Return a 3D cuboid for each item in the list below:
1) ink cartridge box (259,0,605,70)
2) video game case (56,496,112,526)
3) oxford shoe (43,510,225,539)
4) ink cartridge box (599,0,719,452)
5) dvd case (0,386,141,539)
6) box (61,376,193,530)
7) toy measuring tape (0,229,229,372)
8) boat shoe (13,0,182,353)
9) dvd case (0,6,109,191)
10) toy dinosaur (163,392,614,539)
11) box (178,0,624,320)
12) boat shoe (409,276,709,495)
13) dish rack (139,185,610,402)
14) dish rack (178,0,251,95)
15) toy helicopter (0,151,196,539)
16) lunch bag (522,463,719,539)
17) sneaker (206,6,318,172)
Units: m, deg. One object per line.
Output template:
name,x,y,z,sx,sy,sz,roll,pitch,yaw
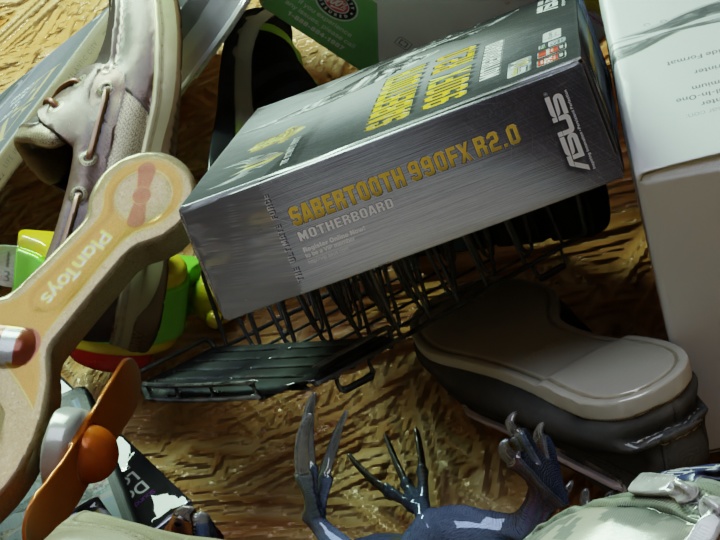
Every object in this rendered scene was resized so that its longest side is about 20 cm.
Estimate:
ink cartridge box,0.065,-0.170,0.940,0.200,0.145,0.088,-47,15,44
video game case,-0.139,0.203,0.725,0.200,0.026,0.181,-31,55,-9
oxford shoe,-0.025,0.131,0.708,0.199,0.071,0.075,21,34,2
ink cartridge box,0.151,-0.049,0.811,0.083,0.145,0.200,-12,38,9
dvd case,-0.180,0.140,0.808,0.199,0.018,0.143,-24,50,-5
box,-0.172,0.111,0.894,0.143,0.036,0.200,-37,37,-15
toy measuring tape,-0.152,0.009,0.938,0.199,0.074,0.074,5,35,-12
boat shoe,-0.120,-0.060,0.906,0.072,0.072,0.201,5,66,-10
dvd case,-0.213,-0.049,1.076,0.149,0.016,0.200,-28,26,46
toy dinosaur,0.005,0.118,0.749,0.181,0.105,0.200,-31,44,25
box,0.023,-0.054,0.808,0.158,0.048,0.200,-19,12,11
boat shoe,0.076,0.050,0.809,0.067,0.057,0.200,-24,18,-16
dish rack,0.000,0.000,0.854,0.200,0.055,0.153,-28,12,-34
dish rack,-0.093,-0.137,1.057,0.200,0.043,0.172,-47,15,45
toy helicopter,-0.130,0.034,0.807,0.132,0.079,0.200,31,71,29
lunch bag,0.050,0.162,0.561,0.139,0.168,0.200,41,67,17
sneaker,-0.034,-0.062,1.024,0.082,0.072,0.200,4,40,-2
